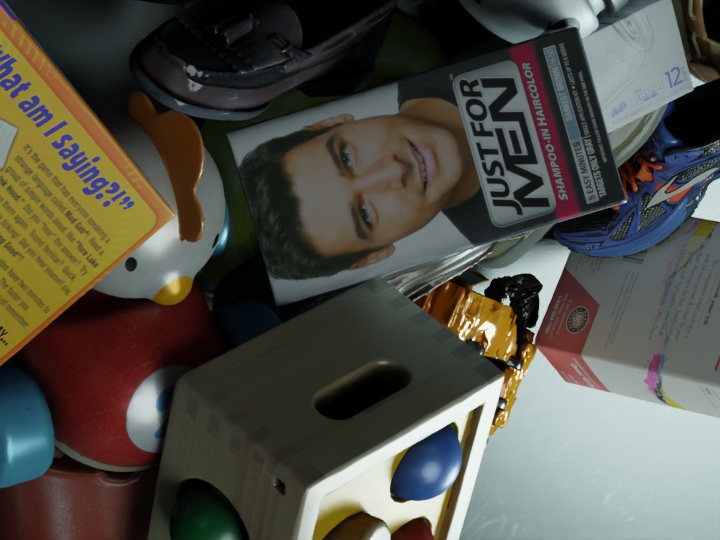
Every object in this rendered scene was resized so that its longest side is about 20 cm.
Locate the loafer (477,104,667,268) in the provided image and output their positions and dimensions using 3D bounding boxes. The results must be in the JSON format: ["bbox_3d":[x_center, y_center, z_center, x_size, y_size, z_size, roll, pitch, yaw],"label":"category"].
[{"bbox_3d":[0.122,-0.086,1.491,0.200,0.075,0.069,-52,145,13],"label":"loafer"}]

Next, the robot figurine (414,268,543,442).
[{"bbox_3d":[0.064,0.060,1.544,0.146,0.058,0.200,-67,162,0],"label":"robot figurine"}]

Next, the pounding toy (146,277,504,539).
[{"bbox_3d":[-0.025,0.145,1.264,0.199,0.142,0.185,-27,142,-40],"label":"pounding toy"}]

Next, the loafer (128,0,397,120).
[{"bbox_3d":[-0.048,-0.129,1.265,0.199,0.072,0.063,-16,145,-57],"label":"loafer"}]

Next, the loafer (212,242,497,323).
[{"bbox_3d":[0.000,0.000,1.418,0.199,0.073,0.071,-24,147,-17],"label":"loafer"}]

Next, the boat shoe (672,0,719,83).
[{"bbox_3d":[0.235,-0.163,1.516,0.076,0.074,0.200,-44,142,3],"label":"boat shoe"}]

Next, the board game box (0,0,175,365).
[{"bbox_3d":[-0.247,-0.069,1.084,0.199,0.200,0.200,-40,142,-3],"label":"board game box"}]

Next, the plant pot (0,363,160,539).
[{"bbox_3d":[-0.138,0.146,1.405,0.200,0.201,0.197,-22,130,-24],"label":"plant pot"}]

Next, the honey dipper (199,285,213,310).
[{"bbox_3d":[-0.043,0.036,1.498,0.199,0.038,0.038,19,112,-46],"label":"honey dipper"}]

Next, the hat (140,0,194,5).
[{"bbox_3d":[-0.037,-0.196,1.229,0.199,0.200,0.082,-14,93,-32],"label":"hat"}]

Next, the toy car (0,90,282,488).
[{"bbox_3d":[-0.118,-0.005,1.232,0.183,0.178,0.200,-16,161,-31],"label":"toy car"}]

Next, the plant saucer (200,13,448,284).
[{"bbox_3d":[-0.016,-0.061,1.422,0.199,0.031,0.201,-23,135,-25],"label":"plant saucer"}]

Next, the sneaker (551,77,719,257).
[{"bbox_3d":[0.201,-0.079,1.543,0.199,0.076,0.078,-35,142,25],"label":"sneaker"}]

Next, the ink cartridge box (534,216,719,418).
[{"bbox_3d":[0.231,0.032,1.573,0.068,0.199,0.117,46,63,-51],"label":"ink cartridge box"}]

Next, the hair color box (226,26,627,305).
[{"bbox_3d":[0.036,-0.057,1.291,0.198,0.100,0.061,-17,-176,5],"label":"hair color box"}]

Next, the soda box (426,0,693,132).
[{"bbox_3d":[0.094,-0.100,1.390,0.199,0.068,0.064,-26,114,-18],"label":"soda box"}]

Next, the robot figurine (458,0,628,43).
[{"bbox_3d":[0.133,-0.216,1.335,0.200,0.125,0.150,-44,137,2],"label":"robot figurine"}]
